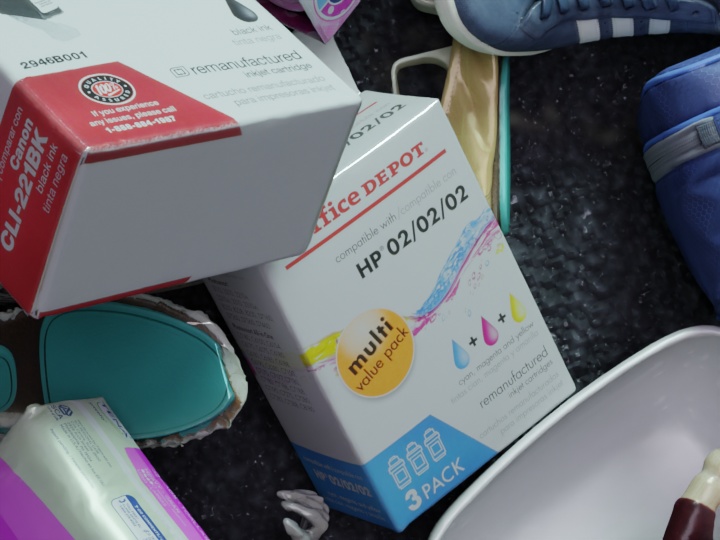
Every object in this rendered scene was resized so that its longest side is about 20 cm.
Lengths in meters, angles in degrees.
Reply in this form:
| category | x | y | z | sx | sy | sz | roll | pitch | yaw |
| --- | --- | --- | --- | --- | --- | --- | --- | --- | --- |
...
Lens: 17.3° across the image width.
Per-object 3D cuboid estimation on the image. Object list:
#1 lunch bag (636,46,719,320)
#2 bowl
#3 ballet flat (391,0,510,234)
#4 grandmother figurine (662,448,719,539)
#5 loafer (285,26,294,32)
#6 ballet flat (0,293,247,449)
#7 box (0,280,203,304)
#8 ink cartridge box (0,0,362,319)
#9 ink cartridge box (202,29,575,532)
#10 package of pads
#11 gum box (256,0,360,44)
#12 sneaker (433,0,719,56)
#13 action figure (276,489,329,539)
| category | x | y | z | sx | sy | sz | roll | pitch | yaw |
| --- | --- | --- | --- | --- | --- | --- | --- | --- | --- |
| lunch bag | 0.232 | -0.070 | 1.096 | 0.200 | 0.136 | 0.133 | -21 | 87 | 2 |
| bowl | 0.143 | 0.147 | 1.101 | 0.200 | 0.075 | 0.200 | -37 | 90 | -10 |
| ballet flat | 0.047 | -0.112 | 1.125 | 0.063 | 0.069 | 0.201 | 5 | 81 | 7 |
| grandmother figurine | 0.181 | 0.139 | 1.046 | 0.200 | 0.061 | 0.121 | -31 | 60 | -8 |
| loafer | -0.047 | -0.072 | 1.105 | 0.072 | 0.063 | 0.201 | -3 | 84 | -10 |
| ballet flat | -0.136 | 0.044 | 1.047 | 0.199 | 0.072 | 0.072 | -1 | 82 | 19 |
| box | -0.154 | -0.021 | 1.029 | 0.200 | 0.082 | 0.069 | -4 | 84 | -41 |
| ink cartridge box | -0.121 | -0.084 | 0.958 | 0.144 | 0.084 | 0.200 | -14 | 47 | -42 |
| ink cartridge box | 0.000 | 0.000 | 1.053 | 0.115 | 0.068 | 0.200 | -37 | 114 | -23 |
| package of pads | -0.134 | 0.175 | 0.983 | 0.200 | 0.068 | 0.155 | -48 | 70 | 22 |
| gum box | -0.063 | -0.194 | 1.068 | 0.200 | 0.066 | 0.114 | 28 | 74 | 36 |
| sneaker | 0.126 | -0.140 | 1.088 | 0.200 | 0.084 | 0.075 | -12 | 100 | -37 |
| action figure | -0.068 | 0.150 | 1.051 | 0.200 | 0.119 | 0.102 | 39 | 123 | 4 |
